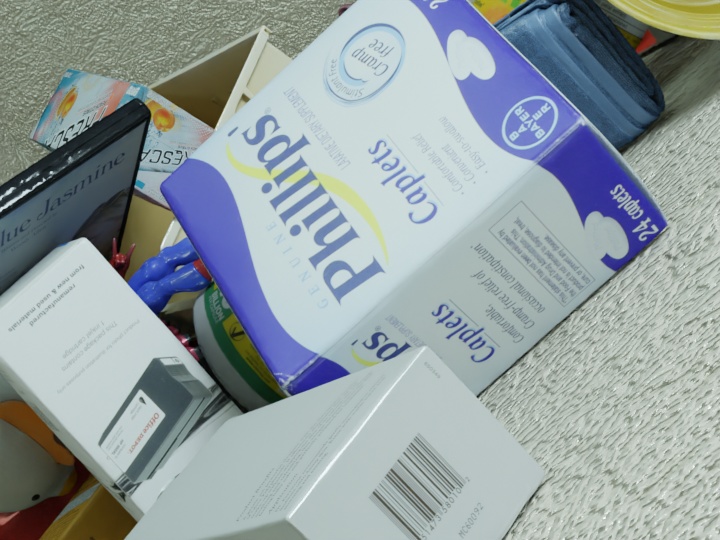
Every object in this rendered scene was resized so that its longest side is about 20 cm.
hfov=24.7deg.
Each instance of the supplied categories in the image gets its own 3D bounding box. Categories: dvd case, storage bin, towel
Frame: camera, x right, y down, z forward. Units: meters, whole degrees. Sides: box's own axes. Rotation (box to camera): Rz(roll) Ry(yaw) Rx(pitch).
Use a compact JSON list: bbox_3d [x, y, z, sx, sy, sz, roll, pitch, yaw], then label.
[{"bbox_3d":[-0.198,-0.015,1.026,0.143,0.018,0.200,-38,-13,-29],"label":"dvd case"},{"bbox_3d":[-0.121,-0.051,1.213,0.200,0.094,0.199,-13,49,57],"label":"storage bin"},{"bbox_3d":[0.086,-0.092,1.046,0.200,0.112,0.049,-32,21,32],"label":"towel"}]

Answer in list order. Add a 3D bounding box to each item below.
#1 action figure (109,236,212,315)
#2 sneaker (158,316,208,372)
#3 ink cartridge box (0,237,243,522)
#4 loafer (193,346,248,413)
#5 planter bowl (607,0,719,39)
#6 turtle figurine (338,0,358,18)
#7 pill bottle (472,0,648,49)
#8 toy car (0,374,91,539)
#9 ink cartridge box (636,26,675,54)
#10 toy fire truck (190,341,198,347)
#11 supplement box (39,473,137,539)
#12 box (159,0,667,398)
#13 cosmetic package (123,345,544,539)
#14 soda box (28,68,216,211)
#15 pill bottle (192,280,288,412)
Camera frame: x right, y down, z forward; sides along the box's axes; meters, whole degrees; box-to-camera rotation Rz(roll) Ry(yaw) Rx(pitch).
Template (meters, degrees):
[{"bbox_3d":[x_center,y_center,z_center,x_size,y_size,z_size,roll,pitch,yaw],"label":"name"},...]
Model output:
[{"bbox_3d":[-0.147,0.020,1.066,0.200,0.052,0.065,-46,31,25],"label":"action figure"},{"bbox_3d":[-0.200,0.049,1.165,0.200,0.081,0.075,24,48,34],"label":"sneaker"},{"bbox_3d":[-0.132,0.083,0.961,0.084,0.200,0.145,-43,10,-12],"label":"ink cartridge box"},{"bbox_3d":[-0.098,0.086,1.209,0.070,0.075,0.200,-18,-3,-39],"label":"loafer"},{"bbox_3d":[0.204,-0.219,0.987,0.200,0.200,0.083,-45,-9,-9],"label":"planter bowl"},{"bbox_3d":[0.029,-0.159,1.176,0.101,0.150,0.200,1,27,15],"label":"turtle figurine"},{"bbox_3d":[0.148,-0.197,1.097,0.200,0.111,0.111,-61,7,12],"label":"pill bottle"},{"bbox_3d":[-0.238,0.137,1.158,0.184,0.177,0.200,-59,10,-26],"label":"toy car"},{"bbox_3d":[0.254,-0.238,1.202,0.200,0.044,0.174,-50,14,-31],"label":"ink cartridge box"},{"bbox_3d":[-0.047,-0.016,1.256,0.200,0.112,0.168,-32,16,46],"label":"toy fire truck"},{"bbox_3d":[-0.182,0.198,1.057,0.069,0.067,0.200,-34,14,41],"label":"supplement box"},{"bbox_3d":[0.022,-0.035,0.876,0.200,0.105,0.184,-43,46,7],"label":"box"},{"bbox_3d":[-0.023,0.113,0.750,0.108,0.085,0.200,-49,12,-29],"label":"cosmetic package"},{"bbox_3d":[-0.170,-0.094,1.157,0.064,0.068,0.200,-61,26,-4],"label":"soda box"},{"bbox_3d":[0.000,0.000,1.026,0.200,0.113,0.113,-39,11,21],"label":"pill bottle"}]
